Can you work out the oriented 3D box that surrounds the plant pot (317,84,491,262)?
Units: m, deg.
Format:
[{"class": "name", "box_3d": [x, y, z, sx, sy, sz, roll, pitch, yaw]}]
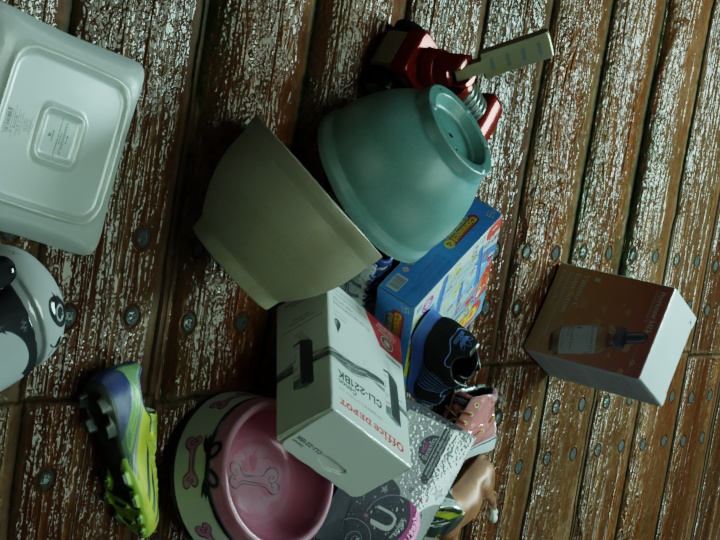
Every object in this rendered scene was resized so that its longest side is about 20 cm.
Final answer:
[{"class": "plant pot", "box_3d": [0.065, -0.129, 1.532, 0.200, 0.134, 0.201, 40, 32, -31]}]

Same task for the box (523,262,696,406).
[{"class": "box", "box_3d": [0.374, 0.094, 2.002, 0.106, 0.199, 0.153, 43, 67, -48]}]

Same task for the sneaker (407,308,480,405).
[{"class": "sneaker", "box_3d": [0.107, 0.125, 1.662, 0.070, 0.078, 0.200, -50, 158, -21]}]

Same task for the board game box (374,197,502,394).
[{"class": "board game box", "box_3d": [0.092, 0.036, 1.695, 0.200, 0.056, 0.196, -45, 156, -33]}]

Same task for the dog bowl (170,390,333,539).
[{"class": "dog bowl", "box_3d": [-0.112, 0.231, 1.493, 0.199, 0.074, 0.202, 14, 70, -43]}]

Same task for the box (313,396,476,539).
[{"class": "box", "box_3d": [0.032, 0.256, 1.634, 0.132, 0.115, 0.201, 29, 87, -10]}]

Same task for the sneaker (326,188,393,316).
[{"class": "sneaker", "box_3d": [0.000, 0.000, 1.605, 0.075, 0.088, 0.201, -42, 131, -38]}]

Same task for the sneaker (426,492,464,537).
[{"class": "sneaker", "box_3d": [0.040, 0.301, 1.764, 0.199, 0.085, 0.075, 18, 115, -32]}]

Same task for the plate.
[{"class": "plate", "box_3d": [-0.292, -0.126, 1.253, 0.200, 0.032, 0.201, 19, 87, -51]}]

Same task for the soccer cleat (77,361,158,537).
[{"class": "soccer cleat", "box_3d": [-0.233, 0.188, 1.393, 0.084, 0.064, 0.201, -36, 126, -42]}]

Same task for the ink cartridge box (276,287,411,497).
[{"class": "ink cartridge box", "box_3d": [-0.021, 0.133, 1.520, 0.144, 0.083, 0.201, 41, 31, -35]}]

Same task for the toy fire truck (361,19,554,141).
[{"class": "toy fire truck", "box_3d": [0.133, -0.222, 1.612, 0.129, 0.199, 0.176, -60, 139, -18]}]

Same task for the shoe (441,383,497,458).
[{"class": "shoe", "box_3d": [0.127, 0.215, 1.844, 0.200, 0.071, 0.092, -11, 108, -55]}]

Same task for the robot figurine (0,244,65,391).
[{"class": "robot figurine", "box_3d": [-0.350, 0.059, 1.160, 0.200, 0.150, 0.125, -34, 113, -40]}]

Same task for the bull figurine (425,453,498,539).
[{"class": "bull figurine", "box_3d": [0.128, 0.344, 1.884, 0.200, 0.065, 0.122, -36, 130, -37]}]

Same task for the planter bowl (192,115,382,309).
[{"class": "planter bowl", "box_3d": [-0.092, -0.045, 1.418, 0.135, 0.200, 0.200, -41, 136, 0]}]
